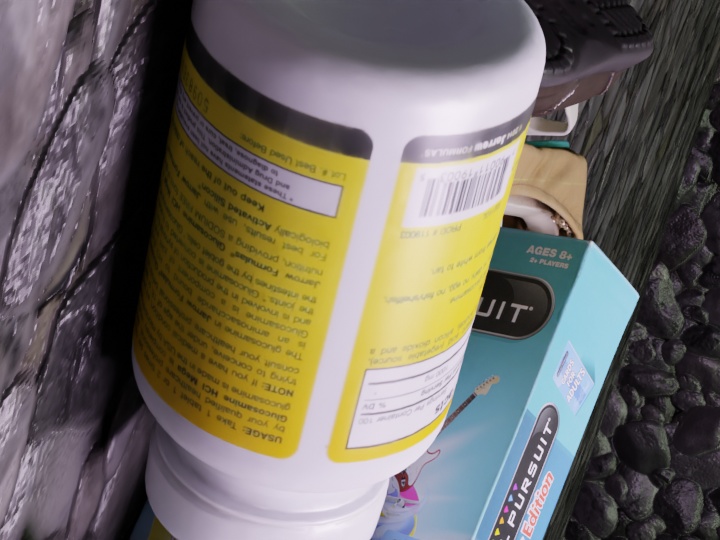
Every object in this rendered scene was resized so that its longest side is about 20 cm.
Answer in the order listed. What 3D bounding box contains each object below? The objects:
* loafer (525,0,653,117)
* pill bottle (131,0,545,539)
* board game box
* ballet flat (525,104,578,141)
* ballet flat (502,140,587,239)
[{"bbox_3d":[0.059,-0.088,0.964,0.071,0.073,0.199,-48,157,29],"label":"loafer"},{"bbox_3d":[-0.015,-0.003,0.727,0.113,0.112,0.201,-53,161,-56],"label":"pill bottle"},{"bbox_3d":[-0.001,0.076,0.833,0.047,0.150,0.201,43,64,-48],"label":"board game box"},{"bbox_3d":[0.080,-0.074,1.189,0.201,0.065,0.071,99,18,-45],"label":"ballet flat"},{"bbox_3d":[0.052,-0.029,0.941,0.199,0.068,0.064,2,81,-61],"label":"ballet flat"}]
